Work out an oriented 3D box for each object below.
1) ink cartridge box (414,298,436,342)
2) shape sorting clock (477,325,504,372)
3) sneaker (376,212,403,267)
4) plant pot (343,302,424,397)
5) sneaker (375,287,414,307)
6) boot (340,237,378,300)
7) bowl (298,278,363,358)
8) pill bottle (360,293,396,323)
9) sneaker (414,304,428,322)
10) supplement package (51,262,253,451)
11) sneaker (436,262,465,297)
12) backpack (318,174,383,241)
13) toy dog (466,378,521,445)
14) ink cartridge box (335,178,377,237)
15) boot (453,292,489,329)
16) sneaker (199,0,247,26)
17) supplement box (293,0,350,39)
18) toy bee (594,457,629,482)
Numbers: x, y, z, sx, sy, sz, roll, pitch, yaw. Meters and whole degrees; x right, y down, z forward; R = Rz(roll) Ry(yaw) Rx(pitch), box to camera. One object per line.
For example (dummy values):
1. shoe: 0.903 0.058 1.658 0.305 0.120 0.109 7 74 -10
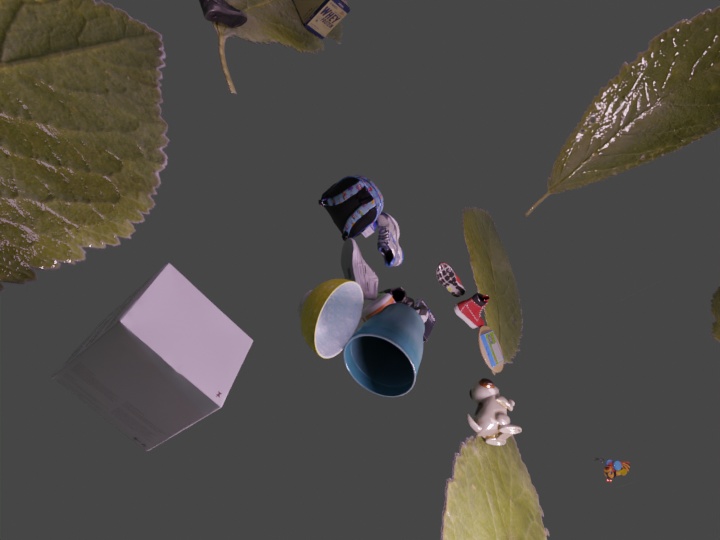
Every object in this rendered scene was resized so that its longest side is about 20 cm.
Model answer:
1. ink cartridge box: 0.217 0.169 1.824 0.100 0.039 0.200 54 27 -6
2. shape sorting clock: 0.554 0.334 2.203 0.199 0.039 0.203 38 40 -40
3. sneaker: 0.096 -0.106 1.836 0.085 0.076 0.203 -28 103 -50
4. plant pot: 0.081 0.191 1.366 0.201 0.199 0.188 51 40 -12
5. sneaker: 0.127 0.102 1.695 0.199 0.083 0.078 13 51 -53
6. boot: 0.000 0.000 1.592 0.094 0.073 0.203 13 58 -35
7. bowl: -0.090 0.103 1.288 0.107 0.203 0.199 22 12 29
8. pill bottle: 0.094 0.179 1.534 0.202 0.111 0.112 56 28 -4
9. sneaker: 0.156 0.146 1.659 0.199 0.066 0.092 -37 111 -45
10. supplement package: -0.317 0.138 0.808 0.192 0.199 0.148 47 29 -19
11. sneaker: 0.376 0.031 2.200 0.201 0.076 0.086 51 21 -34
12. backpack: -0.010 -0.220 1.650 0.134 0.199 0.184 -38 94 -43
13. toy dog: 0.442 0.483 1.801 0.190 0.141 0.202 7 47 -9
14. ink cartridge box: -0.020 -0.221 1.825 0.201 0.044 0.094 49 30 -17
15. boot: 0.503 0.169 2.178 0.199 0.143 0.073 35 33 -39
16. sneaker: -0.465 -0.891 1.742 0.199 0.076 0.116 -22 87 -57
17. supplement box: -0.187 -1.257 2.436 0.133 0.199 0.202 7 55 -55
18. toy bee: 1.292 1.030 2.661 0.131 0.196 0.111 83 14 -76
